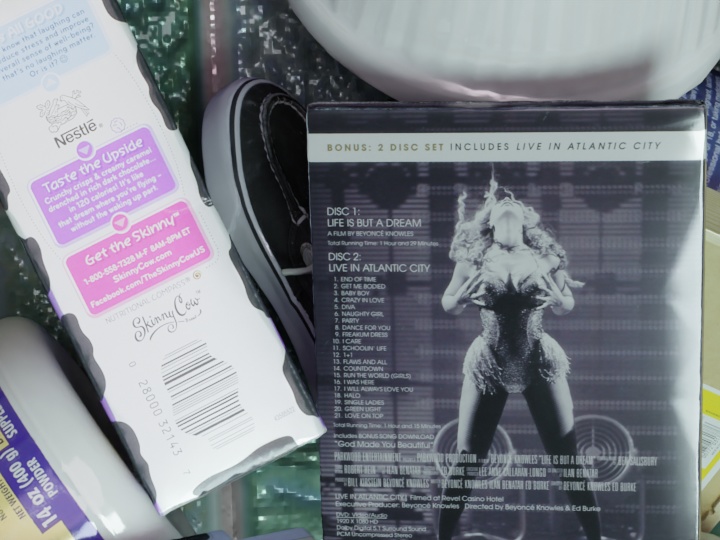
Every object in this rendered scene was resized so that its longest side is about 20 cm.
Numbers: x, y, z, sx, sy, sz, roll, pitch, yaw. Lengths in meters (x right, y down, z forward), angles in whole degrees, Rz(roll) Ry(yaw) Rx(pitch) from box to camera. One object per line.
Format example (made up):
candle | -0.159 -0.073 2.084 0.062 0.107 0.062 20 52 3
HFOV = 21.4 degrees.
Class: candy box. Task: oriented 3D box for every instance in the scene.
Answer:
candy box | -0.095 -0.018 0.753 0.071 0.168 0.201 -27 95 -6

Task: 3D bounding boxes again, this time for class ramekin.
ramekin | 0.064 -0.159 0.756 0.201 0.095 0.204 4 53 -5

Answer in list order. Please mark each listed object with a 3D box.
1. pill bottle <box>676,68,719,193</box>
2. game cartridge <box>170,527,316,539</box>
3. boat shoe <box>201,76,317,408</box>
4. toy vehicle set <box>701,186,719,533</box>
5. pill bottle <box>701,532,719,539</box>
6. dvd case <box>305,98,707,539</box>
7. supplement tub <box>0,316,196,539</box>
pill bottle | 0.133 -0.032 0.809 0.199 0.111 0.112 24 89 -7
game cartridge | -0.109 0.167 0.701 0.199 0.038 0.131 -8 113 -20
boat shoe | -0.002 0.000 0.787 0.073 0.068 0.201 -3 66 -44
toy vehicle set | 0.112 0.051 0.790 0.124 0.027 0.201 24 129 -7
pill bottle | 0.168 0.216 0.813 0.111 0.111 0.200 -42 111 -4
dvd case | 0.056 0.035 0.725 0.147 0.016 0.202 0 106 8
supplement tub | -0.174 0.129 0.759 0.199 0.145 0.146 -36 96 -5
